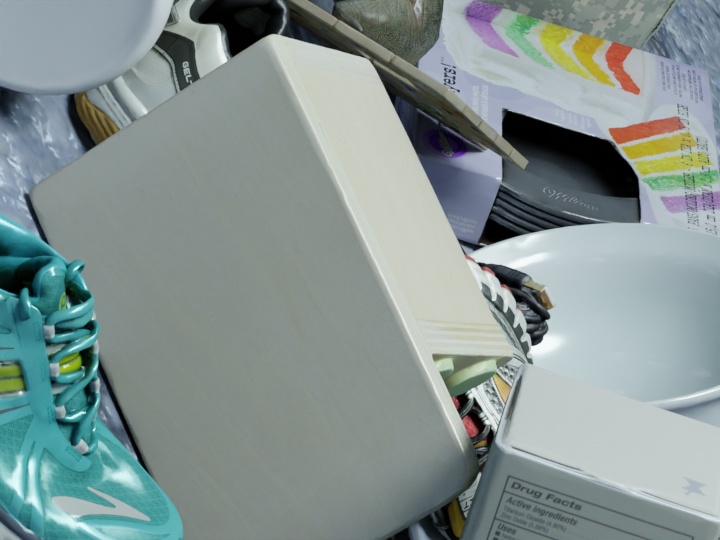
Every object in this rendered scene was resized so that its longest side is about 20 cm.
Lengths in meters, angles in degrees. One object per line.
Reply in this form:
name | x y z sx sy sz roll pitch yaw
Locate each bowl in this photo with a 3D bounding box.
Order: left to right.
bowl | 0.125 0.058 1.409 0.201 0.200 0.091 -75 161 -62

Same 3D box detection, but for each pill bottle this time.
pill bottle | -0.124 -0.170 1.214 0.113 0.112 0.200 50 23 -23

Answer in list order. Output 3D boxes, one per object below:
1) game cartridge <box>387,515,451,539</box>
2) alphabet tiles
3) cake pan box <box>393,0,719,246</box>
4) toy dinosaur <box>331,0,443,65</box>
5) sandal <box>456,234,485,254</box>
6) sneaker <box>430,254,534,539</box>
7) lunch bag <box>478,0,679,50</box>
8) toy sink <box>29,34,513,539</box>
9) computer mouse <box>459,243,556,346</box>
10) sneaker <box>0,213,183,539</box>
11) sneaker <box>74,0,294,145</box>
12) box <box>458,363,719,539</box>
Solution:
game cartridge | 0.052 0.162 1.288 0.133 0.040 0.201 36 31 -40
alphabet tiles | 0.002 -0.108 1.416 0.167 0.008 0.200 33 0 19
cake pan box | 0.109 -0.070 1.572 0.183 0.053 0.200 15 34 -5
toy dinosaur | 0.018 -0.150 1.468 0.200 0.077 0.103 -110 179 -67
sandal | 0.102 0.028 1.560 0.206 0.059 0.079 21 28 -27
sneaker | 0.053 0.071 1.256 0.200 0.078 0.082 52 23 -20
lunch bag | 0.114 -0.217 1.671 0.199 0.164 0.118 33 27 -8
toy sink | -0.024 0.025 1.161 0.201 0.130 0.112 64 21 14
computer mouse | 0.000 0.000 1.332 0.199 0.044 0.109 12 14 -45
sneaker | -0.124 0.032 0.991 0.200 0.079 0.078 53 21 -19
sneaker | -0.063 -0.101 1.301 0.076 0.087 0.200 52 20 -14
box | 0.071 0.149 1.101 0.094 0.201 0.078 20 24 2
